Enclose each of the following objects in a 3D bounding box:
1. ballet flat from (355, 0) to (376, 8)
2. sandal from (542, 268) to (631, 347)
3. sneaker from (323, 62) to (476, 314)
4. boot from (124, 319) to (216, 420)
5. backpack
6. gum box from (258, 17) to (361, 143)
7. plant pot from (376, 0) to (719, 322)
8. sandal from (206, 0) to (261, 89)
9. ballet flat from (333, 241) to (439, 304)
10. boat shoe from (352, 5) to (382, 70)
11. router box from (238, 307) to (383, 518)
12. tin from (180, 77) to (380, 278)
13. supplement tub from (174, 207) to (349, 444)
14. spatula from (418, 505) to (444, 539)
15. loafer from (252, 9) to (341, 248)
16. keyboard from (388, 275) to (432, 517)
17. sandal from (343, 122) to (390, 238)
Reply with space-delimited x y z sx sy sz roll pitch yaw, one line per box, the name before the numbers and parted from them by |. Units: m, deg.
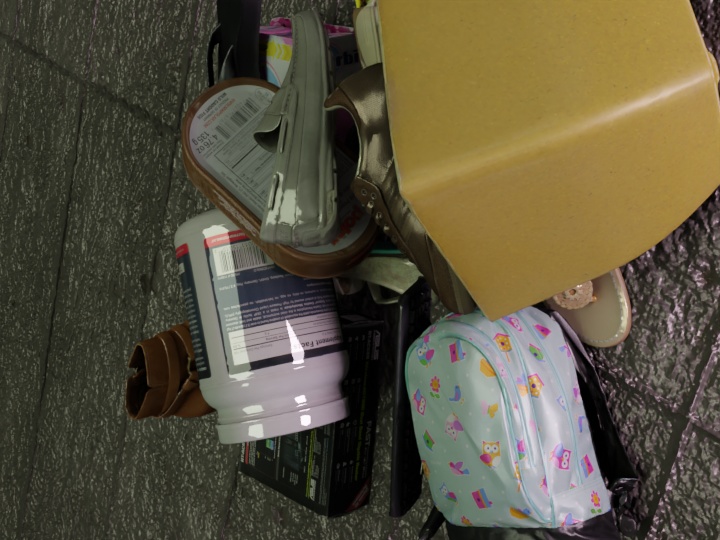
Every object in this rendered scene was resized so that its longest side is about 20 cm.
ballet flat | 0.042 -0.177 0.879 0.067 0.066 0.203 -32 70 38
sandal | 0.141 -0.032 0.783 0.077 0.069 0.214 -36 68 41
sneaker | 0.034 -0.058 0.746 0.074 0.070 0.203 -16 97 18
boot | -0.183 0.069 1.068 0.076 0.154 0.203 30 113 41
backpack | 0.118 0.127 0.774 0.166 0.126 0.203 -14 86 45
gum box | -0.061 -0.178 0.939 0.199 0.065 0.115 30 131 56
plant pot | 0.141 -0.112 0.670 0.197 0.194 0.198 -16 57 19
sandal | -0.126 -0.196 0.914 0.076 0.042 0.202 48 146 42
ballet flat | 0.000 0.000 0.940 0.198 0.067 0.063 9 112 46
boat shoe | 0.042 -0.129 0.805 0.064 0.072 0.203 -12 80 8
router box | -0.055 0.134 1.004 0.149 0.062 0.204 15 103 44
tin | -0.068 -0.080 0.818 0.200 0.112 0.042 42 166 11
supplement tub | -0.087 0.045 0.884 0.139 0.139 0.203 -15 85 45
spatula | 0.042 0.227 0.809 0.021 0.199 0.057 44 129 11
loafer | -0.052 -0.117 0.775 0.070 0.069 0.203 85 -177 -70
keyboard | 0.051 0.106 0.850 0.020 0.127 0.203 6 104 16
sandal | 0.052 -0.047 0.857 0.076 0.043 0.201 -37 85 3
